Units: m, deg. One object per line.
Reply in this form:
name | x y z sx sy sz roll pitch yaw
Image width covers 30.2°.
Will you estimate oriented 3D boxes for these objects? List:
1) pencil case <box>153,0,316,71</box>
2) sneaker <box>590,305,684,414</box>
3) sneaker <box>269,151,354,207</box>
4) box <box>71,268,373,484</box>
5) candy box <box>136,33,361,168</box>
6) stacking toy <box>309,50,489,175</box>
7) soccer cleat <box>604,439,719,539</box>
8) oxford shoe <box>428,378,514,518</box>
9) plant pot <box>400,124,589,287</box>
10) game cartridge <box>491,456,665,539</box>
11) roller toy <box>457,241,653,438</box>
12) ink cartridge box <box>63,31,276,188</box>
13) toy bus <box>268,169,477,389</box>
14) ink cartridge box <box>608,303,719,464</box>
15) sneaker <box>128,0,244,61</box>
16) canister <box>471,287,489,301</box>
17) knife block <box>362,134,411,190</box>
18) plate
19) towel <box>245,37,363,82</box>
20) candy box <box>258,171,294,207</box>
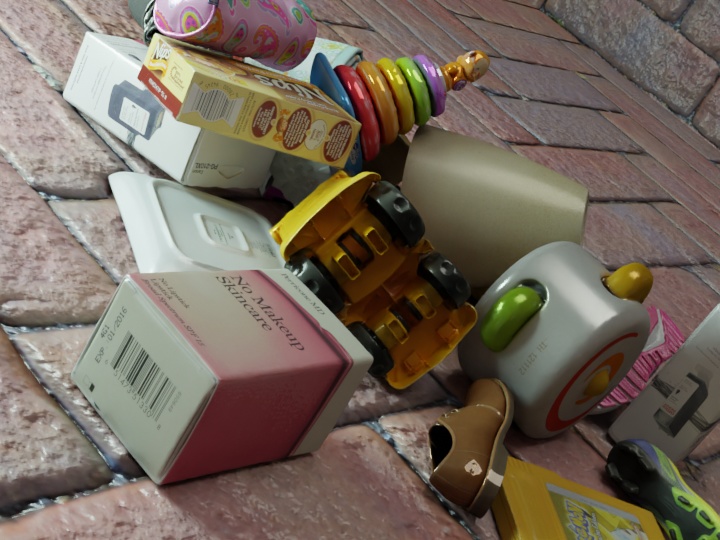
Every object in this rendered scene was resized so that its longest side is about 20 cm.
pencil case | -0.125 -0.261 1.362 0.087 0.088 0.199 44 18 25
sneaker | 0.300 0.122 1.575 0.199 0.088 0.082 -26 71 -39
sneaker | -0.036 -0.102 1.514 0.201 0.076 0.081 57 35 -15
box | -0.108 0.079 1.075 0.128 0.110 0.199 44 25 26
candy box | -0.110 -0.169 1.334 0.198 0.056 0.115 14 20 -35
stacking toy | 0.053 -0.196 1.461 0.198 0.117 0.110 -20 52 -10
soccer cleat | 0.337 0.250 1.379 0.083 0.065 0.200 10 32 -48
oxford shoe | 0.101 0.150 1.264 0.071 0.072 0.200 26 24 -2
plant pot | 0.153 -0.060 1.503 0.198 0.190 0.187 8 19 12
game cartridge | 0.214 0.258 1.242 0.198 0.033 0.177 25 24 -22
roller toy | 0.208 0.076 1.397 0.199 0.183 0.140 -28 60 -29
ink cartridge box | -0.201 -0.174 1.454 0.199 0.085 0.144 35 20 27
toy bus | 0.000 0.000 1.357 0.201 0.135 0.192 51 -8 -18
ink cartridge box | 0.388 0.129 1.511 0.085 0.201 0.145 46 26 17
sneaker | -0.209 -0.274 1.472 0.081 0.078 0.199 -3 31 -46
canister | 0.171 -0.015 1.665 0.147 0.087 0.200 13 29 -40
knife block | 0.036 -0.136 1.626 0.176 0.064 0.200 49 8 -25
plate | -0.143 -0.026 1.339 0.198 0.032 0.200 18 26 -33
towel | -0.110 -0.239 1.616 0.170 0.049 0.200 19 39 17
candy box | -0.079 -0.149 1.632 0.135 0.061 0.201 16 27 -34
